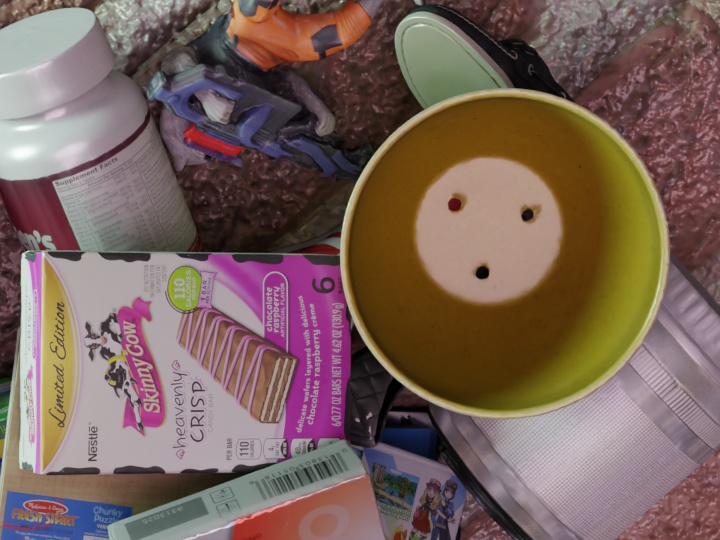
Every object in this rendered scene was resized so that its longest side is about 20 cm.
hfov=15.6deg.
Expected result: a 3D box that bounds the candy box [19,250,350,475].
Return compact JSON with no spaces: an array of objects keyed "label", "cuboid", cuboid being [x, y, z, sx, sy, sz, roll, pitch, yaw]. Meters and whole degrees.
[{"label":"candy box","cuboid":[-0.107,0.056,1.617,0.199,0.061,0.137,0,90,-20]}]

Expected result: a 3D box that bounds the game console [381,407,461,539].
[{"label":"game console","cuboid":[-0.023,0.196,1.795,0.199,0.176,0.117,1,137,-7]}]

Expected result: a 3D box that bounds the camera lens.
[{"label":"camera lens","cuboid":[0.157,0.084,1.753,0.200,0.160,0.160,-42,109,7]}]

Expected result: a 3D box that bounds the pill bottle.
[{"label":"pill bottle","cuboid":[-0.175,-0.059,1.678,0.109,0.110,0.200,-21,117,0]}]

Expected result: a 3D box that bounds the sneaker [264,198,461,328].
[{"label":"sneaker","cuboid":[0.000,0.000,1.729,0.200,0.113,0.071,-28,106,3]}]

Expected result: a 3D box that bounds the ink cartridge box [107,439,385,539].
[{"label":"ink cartridge box","cuboid":[-0.056,0.219,1.628,0.162,0.050,0.201,-19,118,-10]}]

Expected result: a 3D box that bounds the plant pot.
[{"label":"plant pot","cuboid":[0.086,-0.018,1.650,0.199,0.142,0.201,0,97,-1]}]

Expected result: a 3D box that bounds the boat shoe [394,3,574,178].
[{"label":"boat shoe","cuboid":[0.098,-0.116,1.717,0.199,0.066,0.074,42,144,-27]}]

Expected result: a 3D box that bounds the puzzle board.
[{"label":"puzzle board","cuboid":[-0.127,0.122,1.649,0.199,0.017,0.151,9,83,-19]}]

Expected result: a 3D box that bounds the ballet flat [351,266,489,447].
[{"label":"ballet flat","cuboid":[0.045,0.051,1.741,0.200,0.057,0.067,-42,154,-30]}]

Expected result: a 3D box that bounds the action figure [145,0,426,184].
[{"label":"action figure","cuboid":[-0.051,-0.135,1.708,0.193,0.105,0.200,-44,138,14]}]

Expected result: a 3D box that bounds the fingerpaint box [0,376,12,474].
[{"label":"fingerpaint box","cuboid":[-0.221,0.160,1.737,0.199,0.073,0.167,-16,112,25]}]

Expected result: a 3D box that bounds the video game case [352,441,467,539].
[{"label":"video game case","cuboid":[-0.029,0.194,1.724,0.200,0.022,0.183,21,78,-32]}]
